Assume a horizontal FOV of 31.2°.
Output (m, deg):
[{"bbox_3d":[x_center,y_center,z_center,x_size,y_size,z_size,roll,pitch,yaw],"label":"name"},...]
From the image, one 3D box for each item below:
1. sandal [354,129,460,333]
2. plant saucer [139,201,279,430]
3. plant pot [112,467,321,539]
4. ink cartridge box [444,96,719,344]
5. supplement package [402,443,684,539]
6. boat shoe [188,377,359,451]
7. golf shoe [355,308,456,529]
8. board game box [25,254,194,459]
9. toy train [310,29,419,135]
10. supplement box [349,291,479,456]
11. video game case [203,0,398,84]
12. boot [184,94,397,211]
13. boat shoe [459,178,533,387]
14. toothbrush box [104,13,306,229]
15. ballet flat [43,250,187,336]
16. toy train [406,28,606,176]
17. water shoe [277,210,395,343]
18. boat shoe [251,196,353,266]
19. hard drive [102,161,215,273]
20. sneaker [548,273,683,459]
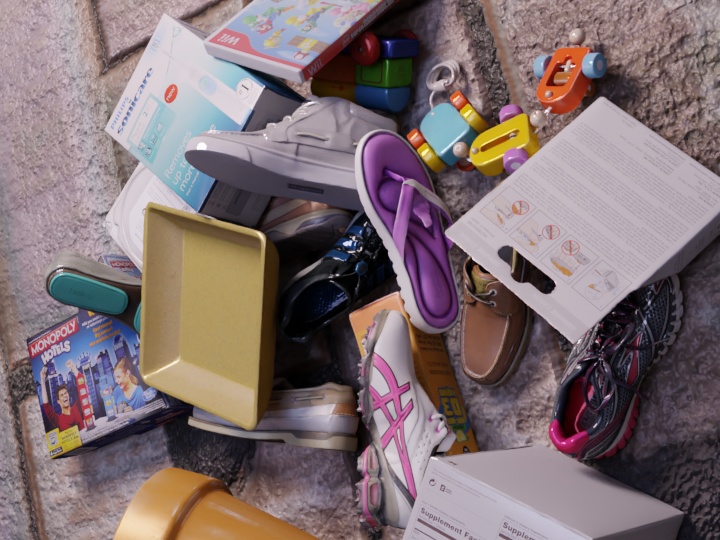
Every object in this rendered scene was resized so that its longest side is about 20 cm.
[{"bbox_3d":[0.058,-0.040,1.210,0.050,0.082,0.203,-7,108,52],"label":"sandal"},{"bbox_3d":[-0.149,0.040,1.321,0.200,0.048,0.200,16,107,44],"label":"plant saucer"},{"bbox_3d":[-0.131,0.315,1.297,0.183,0.200,0.201,9,91,19],"label":"plant pot"},{"bbox_3d":[0.199,-0.040,1.110,0.200,0.050,0.161,-42,60,-11],"label":"ink cartridge box"},{"bbox_3d":[0.154,0.230,1.086,0.156,0.200,0.111,23,100,33],"label":"supplement package"},{"bbox_3d":[-0.088,0.146,1.343,0.200,0.075,0.069,3,82,28],"label":"boat shoe"},{"bbox_3d":[0.043,0.135,1.180,0.092,0.073,0.200,-1,87,9],"label":"golf shoe"},{"bbox_3d":[-0.292,0.094,1.490,0.200,0.062,0.200,-24,72,31],"label":"board game box"},{"bbox_3d":[-0.036,-0.196,1.330,0.200,0.085,0.116,13,107,35],"label":"toy train"},{"bbox_3d":[0.057,0.124,1.243,0.069,0.067,0.200,-24,74,28],"label":"supplement box"},{"bbox_3d":[-0.042,-0.264,1.286,0.143,0.017,0.200,23,57,38],"label":"video game case"},{"bbox_3d":[-0.064,-0.124,1.242,0.074,0.200,0.096,123,159,-68],"label":"boot"},{"bbox_3d":[0.122,0.010,1.204,0.072,0.068,0.200,13,94,34],"label":"boat shoe"},{"bbox_3d":[-0.159,-0.158,1.344,0.200,0.085,0.147,41,106,40],"label":"toothbrush box"},{"bbox_3d":[-0.247,0.030,1.414,0.067,0.200,0.064,-60,15,25],"label":"ballet flat"},{"bbox_3d":[0.140,-0.148,1.219,0.200,0.056,0.150,2,61,45],"label":"toy train"},{"bbox_3d":[0.000,0.000,1.267,0.071,0.079,0.200,41,109,-17],"label":"water shoe"},{"bbox_3d":[-0.089,-0.050,1.359,0.200,0.076,0.072,-14,68,30],"label":"boat shoe"},{"bbox_3d":[-0.199,-0.085,1.454,0.140,0.038,0.200,47,111,28],"label":"hard drive"},{"bbox_3d":[0.223,0.072,1.127,0.081,0.075,0.200,18,95,35],"label":"sneaker"}]
